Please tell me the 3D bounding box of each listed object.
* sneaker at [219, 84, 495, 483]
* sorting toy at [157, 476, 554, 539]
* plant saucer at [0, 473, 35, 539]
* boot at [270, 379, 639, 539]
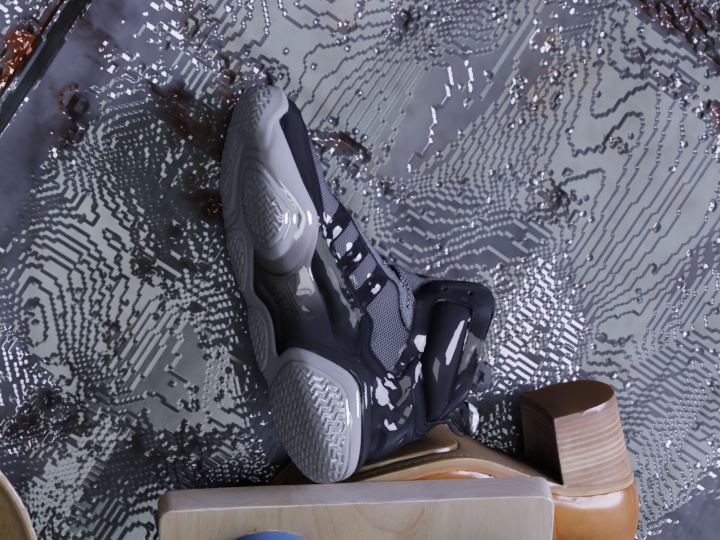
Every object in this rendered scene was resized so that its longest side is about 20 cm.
[{"bbox_3d":[0.000,0.000,0.985,0.113,0.075,0.201,-11,85,-24],"label":"sneaker"},{"bbox_3d":[-0.002,0.210,0.991,0.198,0.070,0.201,-2,119,-5],"label":"sorting toy"},{"bbox_3d":[-0.259,0.158,0.966,0.199,0.035,0.201,-3,101,-14],"label":"plant saucer"},{"bbox_3d":[0.058,0.154,1.038,0.199,0.074,0.155,-10,108,-8],"label":"boot"}]
